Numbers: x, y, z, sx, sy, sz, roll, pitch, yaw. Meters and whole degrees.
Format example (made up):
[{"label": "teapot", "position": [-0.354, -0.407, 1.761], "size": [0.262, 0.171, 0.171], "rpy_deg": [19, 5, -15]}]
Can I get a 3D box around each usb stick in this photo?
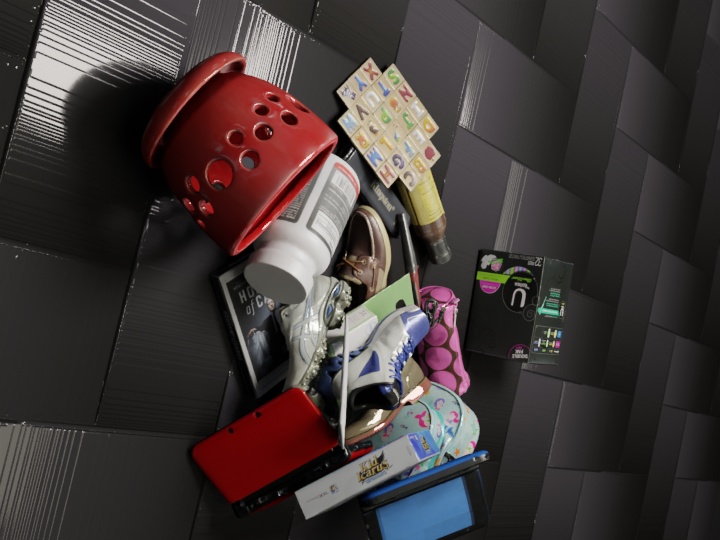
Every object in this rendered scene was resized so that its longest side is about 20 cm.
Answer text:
[{"label": "usb stick", "position": [0.023, -0.129, 1.416], "size": [0.200, 0.032, 0.056], "rpy_deg": [51, 59, -40]}]

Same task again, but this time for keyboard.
[{"label": "keyboard", "position": [-0.023, 0.152, 1.223], "size": [0.201, 0.011, 0.057], "rpy_deg": [-88, -178, -47]}]

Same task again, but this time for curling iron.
[{"label": "curling iron", "position": [0.095, 0.001, 1.451], "size": [0.026, 0.049, 0.202], "rpy_deg": [-37, 110, -79]}]

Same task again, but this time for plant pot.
[{"label": "plant pot", "position": [-0.156, -0.147, 1.068], "size": [0.182, 0.200, 0.201], "rpy_deg": [41, 61, -2]}]

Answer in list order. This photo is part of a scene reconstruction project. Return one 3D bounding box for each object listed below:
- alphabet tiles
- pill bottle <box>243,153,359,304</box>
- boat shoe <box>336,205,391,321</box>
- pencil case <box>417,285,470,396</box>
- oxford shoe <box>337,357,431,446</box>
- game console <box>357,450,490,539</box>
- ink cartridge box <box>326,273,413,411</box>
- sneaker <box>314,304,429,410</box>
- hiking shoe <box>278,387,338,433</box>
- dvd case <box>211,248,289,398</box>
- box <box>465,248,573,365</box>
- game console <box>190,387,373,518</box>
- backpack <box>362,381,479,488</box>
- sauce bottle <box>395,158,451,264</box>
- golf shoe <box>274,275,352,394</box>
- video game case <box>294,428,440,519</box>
[{"label": "alphabet tiles", "position": [0.047, -0.233, 1.394], "size": [0.201, 0.006, 0.167], "rpy_deg": [52, 55, -17]}, {"label": "pill bottle", "position": [-0.084, -0.062, 1.224], "size": [0.116, 0.115, 0.201], "rpy_deg": [52, 49, -39]}, {"label": "boat shoe", "position": [0.000, 0.000, 1.388], "size": [0.072, 0.072, 0.202], "rpy_deg": [-21, 118, -44]}, {"label": "pencil case", "position": [0.146, 0.132, 1.550], "size": [0.091, 0.093, 0.202], "rpy_deg": [-53, 136, -52]}, {"label": "oxford shoe", "position": [0.024, 0.204, 1.365], "size": [0.199, 0.070, 0.075], "rpy_deg": [-34, 94, -39]}, {"label": "game console", "position": [0.107, 0.363, 1.314], "size": [0.198, 0.171, 0.119], "rpy_deg": [-19, 78, -10]}, {"label": "ink cartridge box", "position": [0.023, 0.115, 1.392], "size": [0.199, 0.048, 0.147], "rpy_deg": [-30, 132, -22]}, {"label": "sneaker", "position": [0.041, 0.150, 1.311], "size": [0.199, 0.115, 0.081], "rpy_deg": [-35, 135, -19]}, {"label": "hiking shoe", "position": [-0.085, 0.257, 1.348], "size": [0.100, 0.076, 0.201], "rpy_deg": [-40, 123, -17]}, {"label": "dvd case", "position": [-0.133, 0.064, 1.283], "size": [0.150, 0.025, 0.202], "rpy_deg": [-35, 122, -40]}, {"label": "box", "position": [0.306, 0.071, 1.678], "size": [0.124, 0.148, 0.202], "rpy_deg": [9, 90, -49]}, {"label": "game console", "position": [-0.109, 0.257, 1.252], "size": [0.120, 0.199, 0.172], "rpy_deg": [63, 16, 13]}, {"label": "backpack", "position": [0.095, 0.284, 1.459], "size": [0.201, 0.177, 0.151], "rpy_deg": [-55, 134, -16]}, {"label": "sauce bottle", "position": [0.110, -0.102, 1.496], "size": [0.065, 0.064, 0.201], "rpy_deg": [-44, 128, -34]}, {"label": "golf shoe", "position": [-0.087, 0.098, 1.266], "size": [0.078, 0.096, 0.202], "rpy_deg": [94, 16, -67]}, {"label": "video game case", "position": [0.016, 0.293, 1.273], "size": [0.046, 0.180, 0.200], "rpy_deg": [62, 8, 14]}]
